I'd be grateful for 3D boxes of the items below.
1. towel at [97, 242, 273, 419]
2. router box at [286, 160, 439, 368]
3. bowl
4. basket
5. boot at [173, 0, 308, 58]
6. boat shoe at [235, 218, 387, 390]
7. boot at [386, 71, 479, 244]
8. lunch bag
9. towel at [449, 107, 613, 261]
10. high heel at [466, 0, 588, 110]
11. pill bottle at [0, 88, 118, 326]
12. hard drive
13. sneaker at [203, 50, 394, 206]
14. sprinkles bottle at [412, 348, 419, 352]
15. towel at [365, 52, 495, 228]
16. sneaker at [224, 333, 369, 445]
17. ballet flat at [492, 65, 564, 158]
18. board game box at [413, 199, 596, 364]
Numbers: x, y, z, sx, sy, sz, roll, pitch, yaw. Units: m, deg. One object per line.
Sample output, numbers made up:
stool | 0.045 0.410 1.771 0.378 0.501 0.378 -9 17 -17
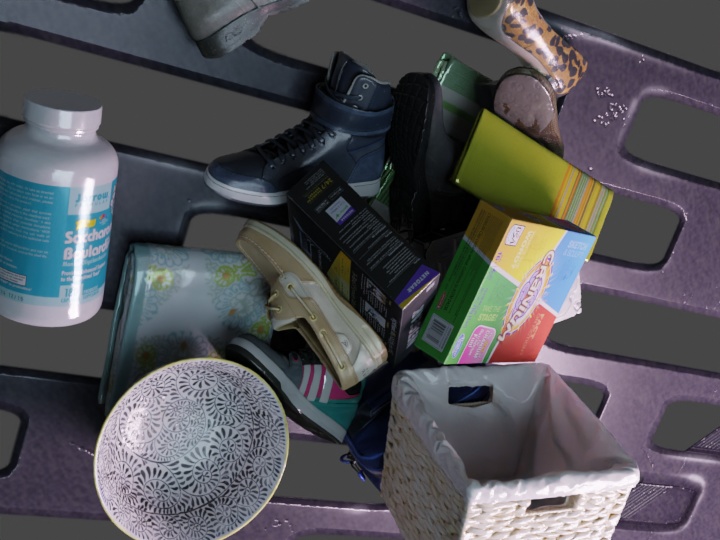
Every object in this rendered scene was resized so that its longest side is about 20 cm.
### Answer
towel | -0.178 0.071 1.191 0.169 0.048 0.203 4 112 -30
router box | 0.000 0.000 1.117 0.052 0.157 0.200 -42 166 -15
bowl | -0.180 0.168 1.144 0.198 0.094 0.204 -8 109 -24
basket | 0.139 0.213 1.157 0.196 0.200 0.163 -1 120 -23
boot | -0.100 -0.299 1.042 0.199 0.068 0.131 -36 118 -8
boat shoe | -0.062 0.036 1.136 0.069 0.074 0.200 -43 83 -17
boot | 0.098 -0.127 1.194 0.130 0.070 0.202 -16 132 -23
lunch bag | 0.065 0.170 1.298 0.199 0.136 0.133 -34 123 -5
towel | 0.184 -0.088 1.197 0.199 0.018 0.087 27 81 -28
high heel | 0.185 -0.277 1.190 0.141 0.071 0.203 -17 120 -28
pill bottle | -0.282 -0.059 1.039 0.109 0.111 0.203 1 114 -25
hard drive | 0.151 0.007 1.230 0.198 0.038 0.142 -16 110 -24
sneaker | -0.056 -0.143 1.118 0.200 0.077 0.148 -8 128 -32
sprinkles bottle | 0.133 0.026 1.301 0.198 0.068 0.069 -22 121 -14
towel | 0.098 -0.119 1.245 0.151 0.023 0.202 23 101 -33
sneaker | -0.053 0.090 1.206 0.200 0.083 0.122 47 65 -44
ballet flat | 0.184 -0.163 1.198 0.200 0.067 0.047 53 50 -60
board game box | 0.148 0.017 1.126 0.199 0.040 0.155 5 113 -55
